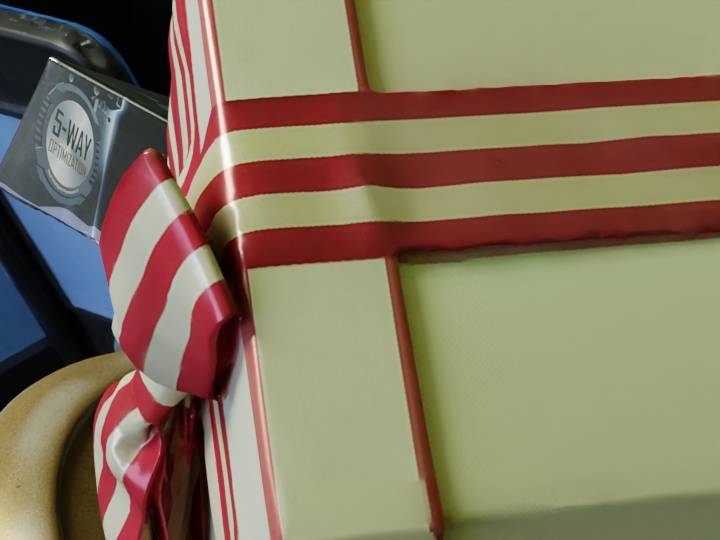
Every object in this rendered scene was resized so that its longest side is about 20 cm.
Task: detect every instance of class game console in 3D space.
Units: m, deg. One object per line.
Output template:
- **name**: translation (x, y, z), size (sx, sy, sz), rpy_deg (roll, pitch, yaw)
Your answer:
- **game console**: translation (-0.141, 0.007, 1.011), size (0.170, 0.118, 0.200), rpy_deg (17, 148, 39)

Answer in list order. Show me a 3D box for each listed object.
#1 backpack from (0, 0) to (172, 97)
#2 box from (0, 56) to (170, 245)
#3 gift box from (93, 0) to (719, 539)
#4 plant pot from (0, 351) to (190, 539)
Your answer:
- **backpack**: translation (-0.063, -0.140, 1.035), size (0.200, 0.182, 0.147), rpy_deg (108, 165, -48)
- **box**: translation (0.000, 0.000, 0.889), size (0.160, 0.200, 0.044), rpy_deg (29, 96, 23)
- **gift box**: translation (0.028, 0.010, 0.671), size (0.185, 0.186, 0.201), rpy_deg (99, 163, -55)
- **plant pot**: translation (-0.037, 0.101, 0.936), size (0.028, 0.199, 0.201), rpy_deg (-53, 52, 39)
